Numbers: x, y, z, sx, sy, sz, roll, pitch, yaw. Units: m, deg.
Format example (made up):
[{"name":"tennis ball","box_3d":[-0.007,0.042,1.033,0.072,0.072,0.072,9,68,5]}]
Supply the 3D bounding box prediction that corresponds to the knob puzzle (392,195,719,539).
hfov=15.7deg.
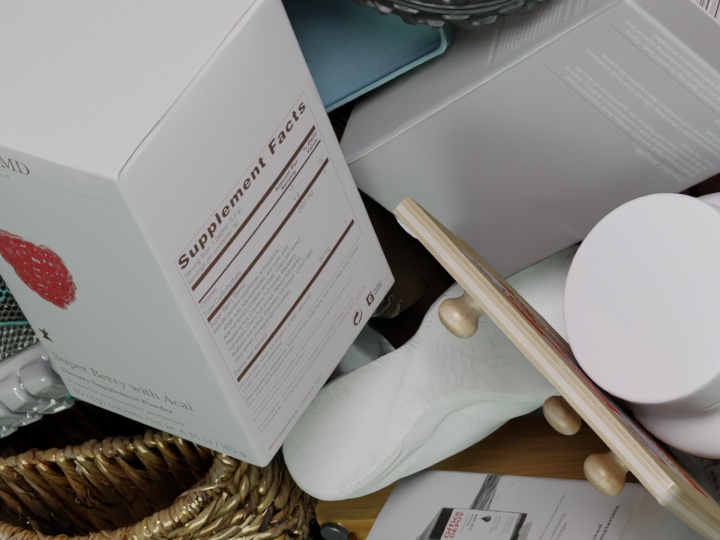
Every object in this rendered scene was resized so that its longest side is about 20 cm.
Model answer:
[{"name":"knob puzzle","box_3d":[0.096,0.061,1.149,0.030,0.220,0.220,-44,120,4]}]

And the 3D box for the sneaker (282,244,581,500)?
[{"name":"sneaker","box_3d":[0.059,0.051,1.302,0.200,0.075,0.088,-29,161,16]}]

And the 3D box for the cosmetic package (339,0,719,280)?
[{"name":"cosmetic package","box_3d":[0.093,-0.080,1.157,0.107,0.090,0.200,37,143,-25]}]

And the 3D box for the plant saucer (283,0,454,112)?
[{"name":"plant saucer","box_3d":[-0.032,-0.099,1.212,0.019,0.070,0.200,-9,168,-44]}]

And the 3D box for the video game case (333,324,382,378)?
[{"name":"video game case","box_3d":[-0.118,0.016,1.427,0.200,0.024,0.182,39,139,-25]}]

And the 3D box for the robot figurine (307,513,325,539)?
[{"name":"robot figurine","box_3d":[-0.094,0.178,1.547,0.200,0.058,0.145,15,103,21]}]

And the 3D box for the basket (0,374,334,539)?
[{"name":"basket","box_3d":[-0.134,0.083,1.382,0.200,0.143,0.149,-8,137,31]}]

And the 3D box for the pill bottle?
[{"name":"pill bottle","box_3d":[0.178,0.030,1.167,0.120,0.120,0.200,-9,165,33]}]

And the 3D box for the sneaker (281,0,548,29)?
[{"name":"sneaker","box_3d":[0.000,-0.153,1.098,0.200,0.079,0.074,8,148,25]}]

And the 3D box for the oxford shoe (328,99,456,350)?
[{"name":"oxford shoe","box_3d":[0.000,0.000,1.304,0.073,0.084,0.200,-10,137,31]}]

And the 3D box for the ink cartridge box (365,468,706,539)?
[{"name":"ink cartridge box","box_3d":[0.107,0.171,1.290,0.147,0.083,0.200,39,159,-25]}]

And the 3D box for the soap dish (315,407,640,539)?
[{"name":"soap dish","box_3d":[0.083,0.144,1.458,0.200,0.081,0.157,-5,138,31]}]

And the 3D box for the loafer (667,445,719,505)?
[{"name":"loafer","box_3d":[0.183,0.088,1.311,0.070,0.070,0.200,-26,105,44]}]

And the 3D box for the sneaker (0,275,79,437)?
[{"name":"sneaker","box_3d":[-0.208,0.044,1.354,0.200,0.091,0.078,-25,164,18]}]

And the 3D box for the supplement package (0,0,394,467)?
[{"name":"supplement package","box_3d":[-0.087,-0.031,1.148,0.121,0.120,0.200,18,148,32]}]
